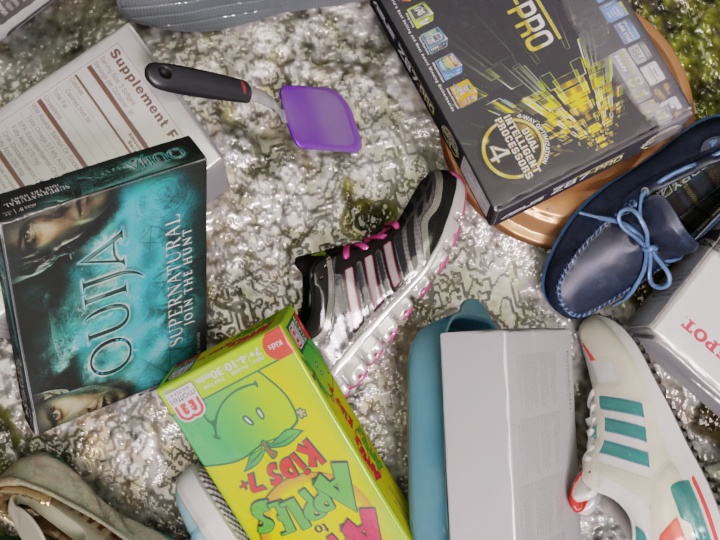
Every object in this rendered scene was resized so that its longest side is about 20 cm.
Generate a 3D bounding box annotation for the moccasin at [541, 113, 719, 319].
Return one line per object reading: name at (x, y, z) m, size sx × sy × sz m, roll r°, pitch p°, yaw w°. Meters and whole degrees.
moccasin at (0.215, -0.042, 0.846) m, size 0.200 × 0.068 × 0.080 m, roll -47°, pitch 115°, yaw 0°

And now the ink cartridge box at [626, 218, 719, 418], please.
ink cartridge box at (0.315, 0.016, 0.871) m, size 0.145 × 0.083 × 0.200 m, roll 40°, pitch 84°, yaw -2°

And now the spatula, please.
spatula at (-0.072, -0.120, 0.816) m, size 0.021 × 0.200 × 0.057 m, roll -29°, pitch 68°, yaw 32°

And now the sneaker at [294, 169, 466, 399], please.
sneaker at (0.000, 0.000, 0.848) m, size 0.087 × 0.074 × 0.200 m, roll 35°, pitch 89°, yaw -8°

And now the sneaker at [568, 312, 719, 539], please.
sneaker at (0.182, 0.124, 0.832) m, size 0.093 × 0.070 × 0.200 m, roll -24°, pitch 60°, yaw 4°

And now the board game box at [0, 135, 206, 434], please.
board game box at (-0.166, 0.015, 0.766) m, size 0.135 × 0.201 × 0.028 m, roll -22°, pitch 51°, yaw -26°

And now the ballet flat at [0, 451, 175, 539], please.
ballet flat at (-0.177, 0.198, 0.796) m, size 0.199 × 0.062 × 0.068 m, roll 29°, pitch 117°, yaw 21°

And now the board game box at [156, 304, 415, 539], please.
board game box at (-0.044, 0.137, 0.816) m, size 0.101 × 0.048 × 0.201 m, roll -28°, pitch 101°, yaw 12°

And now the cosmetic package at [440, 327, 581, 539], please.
cosmetic package at (0.109, 0.141, 0.811) m, size 0.051 × 0.151 × 0.201 m, roll -4°, pitch 85°, yaw 28°

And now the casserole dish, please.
casserole dish at (0.069, 0.122, 0.832) m, size 0.039 × 0.121 × 0.201 m, roll -5°, pitch 82°, yaw 27°

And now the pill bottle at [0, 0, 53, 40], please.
pill bottle at (-0.257, -0.234, 0.822) m, size 0.200 × 0.113 × 0.113 m, roll -39°, pitch 90°, yaw -7°

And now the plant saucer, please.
plant saucer at (0.161, -0.117, 0.893) m, size 0.199 × 0.032 × 0.202 m, roll 0°, pitch 85°, yaw -5°

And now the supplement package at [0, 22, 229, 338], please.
supplement package at (-0.204, -0.057, 0.812) m, size 0.200 × 0.117 × 0.118 m, roll -36°, pitch 88°, yaw -7°

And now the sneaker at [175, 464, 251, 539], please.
sneaker at (-0.095, 0.240, 0.824) m, size 0.082 × 0.074 × 0.201 m, roll -28°, pitch 87°, yaw 0°

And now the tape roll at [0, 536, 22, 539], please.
tape roll at (-0.259, 0.292, 0.819) m, size 0.199 × 0.048 × 0.202 m, roll 0°, pitch 86°, yaw -6°

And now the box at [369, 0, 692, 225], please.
box at (0.120, -0.156, 0.848) m, size 0.161 × 0.049 × 0.201 m, roll -25°, pitch 77°, yaw -6°

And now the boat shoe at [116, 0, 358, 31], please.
boat shoe at (-0.085, -0.227, 0.866) m, size 0.199 × 0.074 × 0.067 m, roll -8°, pitch 72°, yaw -16°
